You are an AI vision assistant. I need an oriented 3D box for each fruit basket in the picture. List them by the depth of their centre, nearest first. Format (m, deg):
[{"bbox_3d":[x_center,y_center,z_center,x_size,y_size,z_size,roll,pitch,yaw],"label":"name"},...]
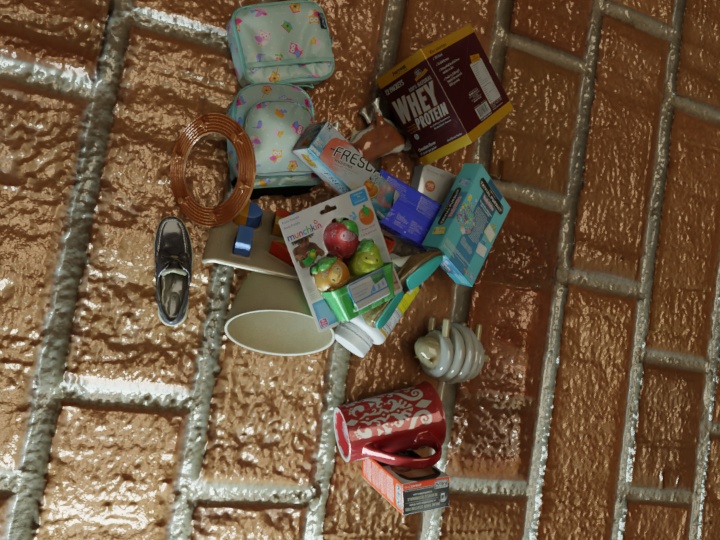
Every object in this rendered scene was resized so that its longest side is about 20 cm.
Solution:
[{"bbox_3d":[-0.025,-0.022,1.059,0.184,0.094,0.201,-25,106,-30],"label":"fruit basket"}]

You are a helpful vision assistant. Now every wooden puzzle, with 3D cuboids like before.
[{"bbox_3d":[-0.172,-0.064,1.130,0.198,0.186,0.047,9,126,-9],"label":"wooden puzzle"}]

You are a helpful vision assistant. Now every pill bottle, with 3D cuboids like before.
[{"bbox_3d":[0.032,0.070,1.257,0.109,0.109,0.200,41,75,-16],"label":"pill bottle"}]

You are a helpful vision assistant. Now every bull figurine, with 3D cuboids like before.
[{"bbox_3d":[0.019,-0.273,1.282,0.199,0.065,0.122,-32,97,-22],"label":"bull figurine"}]

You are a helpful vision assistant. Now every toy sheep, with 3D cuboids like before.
[{"bbox_3d":[0.197,0.171,1.315,0.199,0.138,0.139,11,85,-28],"label":"toy sheep"}]

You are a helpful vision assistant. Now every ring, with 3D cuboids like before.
[{"bbox_3d":[-0.268,-0.178,1.108,0.019,0.199,0.202,-4,91,-60],"label":"ring"}]

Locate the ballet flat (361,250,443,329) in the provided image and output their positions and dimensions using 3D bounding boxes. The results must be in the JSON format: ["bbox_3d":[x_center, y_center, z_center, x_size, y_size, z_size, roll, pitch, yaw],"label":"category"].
[{"bbox_3d":[0.069,0.021,1.190,0.072,0.068,0.200,38,79,26],"label":"ballet flat"}]

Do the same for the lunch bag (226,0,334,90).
[{"bbox_3d":[-0.147,-0.428,1.208,0.199,0.077,0.162,-14,94,-22],"label":"lunch bag"}]

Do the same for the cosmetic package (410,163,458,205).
[{"bbox_3d":[0.195,-0.127,1.359,0.199,0.052,0.152,16,81,-21],"label":"cosmetic package"}]

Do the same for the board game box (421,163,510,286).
[{"bbox_3d":[0.221,-0.092,1.283,0.151,0.047,0.201,43,69,-41],"label":"board game box"}]

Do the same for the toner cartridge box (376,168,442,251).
[{"bbox_3d":[0.092,-0.114,1.253,0.199,0.043,0.096,27,79,-28],"label":"toner cartridge box"}]

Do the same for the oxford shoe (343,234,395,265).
[{"bbox_3d":[0.000,0.000,1.199,0.200,0.071,0.073,-43,149,-38],"label":"oxford shoe"}]

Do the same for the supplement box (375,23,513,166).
[{"bbox_3d":[0.175,-0.358,1.276,0.197,0.132,0.201,-41,104,-40],"label":"supplement box"}]

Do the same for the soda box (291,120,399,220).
[{"bbox_3d":[-0.024,-0.174,1.117,0.200,0.068,0.064,41,74,-29],"label":"soda box"}]

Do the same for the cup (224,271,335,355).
[{"bbox_3d":[-0.142,0.054,1.159,0.199,0.200,0.144,14,59,-21],"label":"cup"}]

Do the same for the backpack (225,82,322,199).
[{"bbox_3d":[-0.162,-0.248,1.163,0.175,0.153,0.202,-7,83,-19],"label":"backpack"}]

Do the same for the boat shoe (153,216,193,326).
[{"bbox_3d":[-0.337,0.001,1.131,0.071,0.065,0.202,3,88,-20],"label":"boat shoe"}]

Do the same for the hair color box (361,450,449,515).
[{"bbox_3d":[0.083,0.402,1.222,0.101,0.200,0.062,-2,94,-22],"label":"hair color box"}]

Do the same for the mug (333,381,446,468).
[{"bbox_3d":[0.061,0.307,1.236,0.199,0.177,0.135,-7,94,-18],"label":"mug"}]
